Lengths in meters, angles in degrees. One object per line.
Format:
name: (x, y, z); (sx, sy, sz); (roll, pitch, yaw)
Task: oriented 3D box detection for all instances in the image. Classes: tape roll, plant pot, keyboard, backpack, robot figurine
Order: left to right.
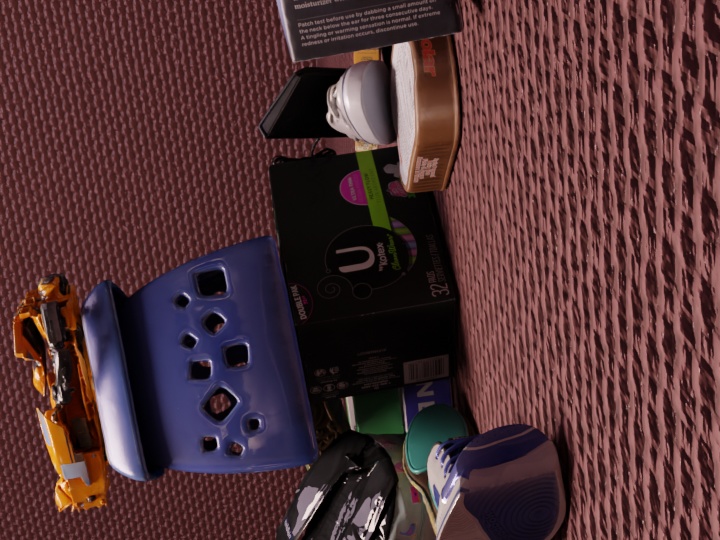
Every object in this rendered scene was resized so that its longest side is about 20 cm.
robot figurine: (-0.262, 0.102, 1.053); (0.145, 0.058, 0.202); (-127, 25, -73)
plant pot: (-0.145, 0.091, 1.077); (0.200, 0.178, 0.202); (122, 136, -81)
keyboard: (-0.037, -0.146, 1.170); (0.199, 0.021, 0.128); (-11, -42, -59)
tape roll: (0.010, 0.132, 1.267); (0.200, 0.048, 0.203); (173, 90, -86)
backpack: (0.015, 0.244, 1.110); (0.167, 0.126, 0.202); (37, 114, 47)

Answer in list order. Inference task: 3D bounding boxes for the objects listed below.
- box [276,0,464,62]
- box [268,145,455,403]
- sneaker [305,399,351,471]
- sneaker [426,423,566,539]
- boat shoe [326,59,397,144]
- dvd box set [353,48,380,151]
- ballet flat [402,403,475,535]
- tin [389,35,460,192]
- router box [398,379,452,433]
box: (-0.012, -0.277, 0.791); (0.201, 0.122, 0.200); (-98, -2, -57)
box: (0.000, 0.000, 1.124); (0.125, 0.147, 0.201); (86, 173, -50)
sneaker: (-0.053, 0.139, 1.233); (0.090, 0.067, 0.202); (103, 148, -78)
sneaker: (0.076, 0.143, 0.770); (0.200, 0.080, 0.116); (84, 174, -51)
boat shoe: (0.000, -0.146, 1.091); (0.200, 0.065, 0.074); (20, -107, -77)
dvd box set: (0.008, -0.241, 1.287); (0.200, 0.029, 0.148); (89, -178, -66)
ballet flat: (0.078, 0.182, 0.997); (0.200, 0.070, 0.071); (-108, 11, -70)
tin: (0.050, -0.135, 0.973); (0.200, 0.041, 0.113); (94, 172, -74)
router box: (0.062, 0.148, 1.248); (0.180, 0.048, 0.202); (-110, 13, -74)
